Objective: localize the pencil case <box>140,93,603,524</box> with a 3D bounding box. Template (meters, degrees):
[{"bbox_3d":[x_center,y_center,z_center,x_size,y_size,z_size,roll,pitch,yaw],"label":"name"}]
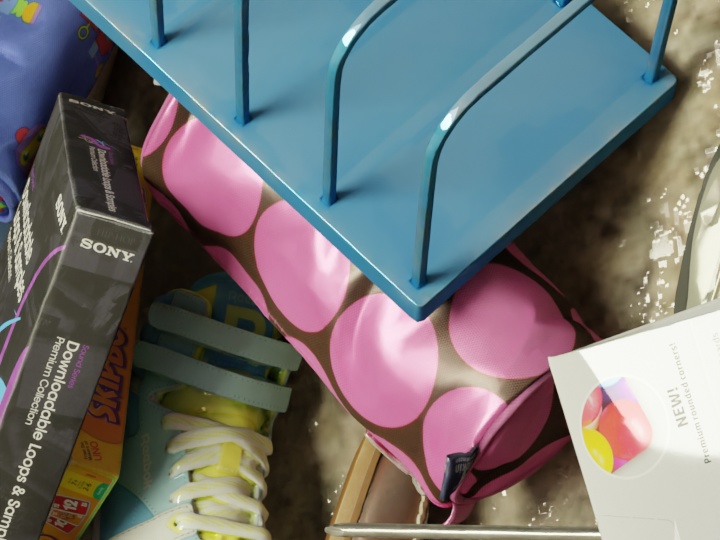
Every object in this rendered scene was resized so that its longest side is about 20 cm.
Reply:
[{"bbox_3d":[0.000,0.000,0.978,0.200,0.091,0.094,48,121,22],"label":"pencil case"}]

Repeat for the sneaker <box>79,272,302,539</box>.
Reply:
[{"bbox_3d":[-0.061,0.075,1.035,0.131,0.079,0.200,-64,28,14],"label":"sneaker"}]

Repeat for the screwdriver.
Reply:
[{"bbox_3d":[0.077,0.090,0.860,0.199,0.029,0.028,-6,48,32],"label":"screwdriver"}]

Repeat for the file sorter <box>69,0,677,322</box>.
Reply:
[{"bbox_3d":[0.002,-0.114,0.919,0.200,0.139,0.123,43,159,18],"label":"file sorter"}]

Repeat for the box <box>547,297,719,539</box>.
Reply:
[{"bbox_3d":[0.164,0.068,0.729,0.199,0.041,0.157,-22,80,32],"label":"box"}]

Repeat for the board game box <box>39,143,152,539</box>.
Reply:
[{"bbox_3d":[-0.120,0.034,1.094,0.201,0.030,0.096,-85,22,-45],"label":"board game box"}]

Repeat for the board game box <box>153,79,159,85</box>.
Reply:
[{"bbox_3d":[-0.013,-0.169,1.071,0.134,0.045,0.202,9,92,44],"label":"board game box"}]

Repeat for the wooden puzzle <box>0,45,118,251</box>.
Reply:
[{"bbox_3d":[-0.196,-0.094,1.238,0.199,0.046,0.186,26,104,43],"label":"wooden puzzle"}]

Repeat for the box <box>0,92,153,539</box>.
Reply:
[{"bbox_3d":[-0.136,0.043,1.025,0.143,0.036,0.201,-115,46,-67],"label":"box"}]

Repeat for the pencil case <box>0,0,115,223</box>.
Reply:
[{"bbox_3d":[-0.142,-0.119,1.116,0.086,0.078,0.201,18,70,26],"label":"pencil case"}]

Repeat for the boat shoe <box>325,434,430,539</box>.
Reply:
[{"bbox_3d":[0.005,0.156,1.004,0.070,0.070,0.201,16,88,7],"label":"boat shoe"}]

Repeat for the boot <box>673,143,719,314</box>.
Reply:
[{"bbox_3d":[0.173,0.058,0.847,0.153,0.073,0.205,13,96,41],"label":"boot"}]
